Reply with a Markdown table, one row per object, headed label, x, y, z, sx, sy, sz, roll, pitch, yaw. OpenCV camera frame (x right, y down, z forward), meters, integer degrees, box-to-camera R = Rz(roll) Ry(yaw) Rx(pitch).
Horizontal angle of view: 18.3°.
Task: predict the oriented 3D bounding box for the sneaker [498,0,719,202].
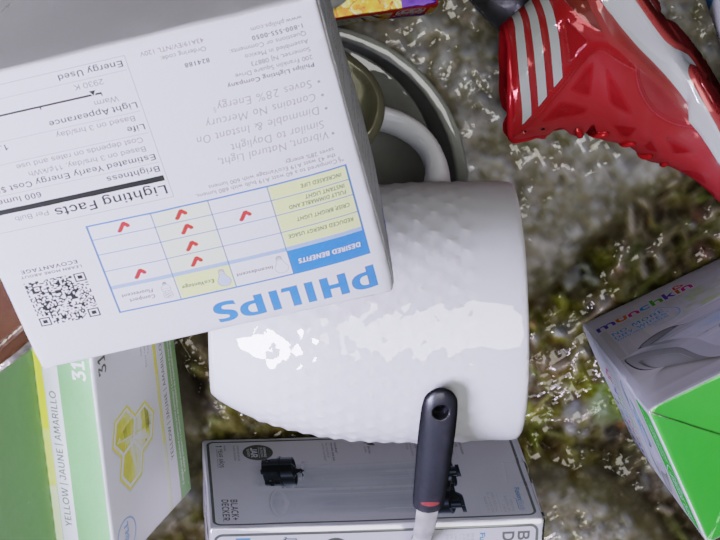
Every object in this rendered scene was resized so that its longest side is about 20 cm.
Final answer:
| label | x | y | z | sx | sy | sz | roll | pitch | yaw |
| --- | --- | --- | --- | --- | --- | --- | --- | --- | --- |
| sneaker | 0.150 | -0.097 | 1.335 | 0.115 | 0.079 | 0.200 | -29 | 121 | 16 |

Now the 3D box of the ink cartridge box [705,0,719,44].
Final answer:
| label | x | y | z | sx | sy | sz | roll | pitch | yaw |
| --- | --- | --- | --- | --- | --- | --- | --- | --- | --- |
| ink cartridge box | 0.290 | -0.129 | 1.304 | 0.144 | 0.085 | 0.201 | -17 | 82 | -2 |

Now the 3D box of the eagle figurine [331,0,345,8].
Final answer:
| label | x | y | z | sx | sy | sz | roll | pitch | yaw |
| --- | --- | --- | --- | --- | --- | --- | --- | --- | --- |
| eagle figurine | -0.049 | -0.252 | 1.206 | 0.151 | 0.201 | 0.151 | 22 | 127 | -36 |

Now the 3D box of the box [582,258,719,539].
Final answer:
| label | x | y | z | sx | sy | sz | roll | pitch | yaw |
| --- | --- | --- | --- | --- | --- | --- | --- | --- | --- |
| box | 0.256 | 0.053 | 1.331 | 0.199 | 0.177 | 0.097 | -26 | 107 | 1 |

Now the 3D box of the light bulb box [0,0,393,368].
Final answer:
| label | x | y | z | sx | sy | sz | roll | pitch | yaw |
| --- | --- | --- | --- | --- | --- | --- | --- | --- | --- |
| light bulb box | -0.100 | -0.077 | 1.131 | 0.197 | 0.125 | 0.201 | -12 | 135 | 3 |

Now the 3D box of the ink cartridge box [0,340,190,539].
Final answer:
| label | x | y | z | sx | sy | sz | roll | pitch | yaw |
| --- | --- | --- | --- | --- | --- | --- | --- | --- | --- |
| ink cartridge box | -0.165 | 0.108 | 1.282 | 0.048 | 0.200 | 0.146 | 5 | 115 | 20 |

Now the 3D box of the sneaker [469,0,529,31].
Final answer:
| label | x | y | z | sx | sy | sz | roll | pitch | yaw |
| --- | --- | --- | --- | --- | --- | --- | --- | --- | --- |
| sneaker | 0.080 | -0.213 | 1.291 | 0.074 | 0.089 | 0.201 | -26 | 108 | -1 |

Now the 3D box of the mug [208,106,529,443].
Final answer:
| label | x | y | z | sx | sy | sz | roll | pitch | yaw |
| --- | --- | --- | --- | --- | --- | --- | --- | --- | --- |
| mug | 0.000 | 0.000 | 1.280 | 0.174 | 0.148 | 0.201 | -1 | 74 | -3 |

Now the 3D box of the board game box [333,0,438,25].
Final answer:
| label | x | y | z | sx | sy | sz | roll | pitch | yaw |
| --- | --- | --- | --- | --- | --- | --- | --- | --- | --- |
| board game box | -0.065 | -0.209 | 1.279 | 0.199 | 0.046 | 0.152 | -9 | 90 | -4 |

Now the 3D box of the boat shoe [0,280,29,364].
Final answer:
| label | x | y | z | sx | sy | sz | roll | pitch | yaw |
| --- | --- | --- | --- | --- | --- | --- | --- | --- | --- |
| boat shoe | -0.240 | 0.046 | 1.246 | 0.200 | 0.072 | 0.076 | -39 | 108 | 2 |

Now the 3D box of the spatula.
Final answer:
| label | x | y | z | sx | sy | sz | roll | pitch | yaw |
| --- | --- | --- | --- | --- | --- | --- | --- | --- | --- |
| spatula | 0.037 | 0.140 | 1.267 | 0.056 | 0.021 | 0.201 | 1 | 133 | -7 |

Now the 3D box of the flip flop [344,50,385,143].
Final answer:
| label | x | y | z | sx | sy | sz | roll | pitch | yaw |
| --- | --- | --- | --- | --- | --- | --- | --- | --- | --- |
| flip flop | -0.077 | -0.119 | 1.226 | 0.199 | 0.058 | 0.081 | 27 | 93 | -8 |

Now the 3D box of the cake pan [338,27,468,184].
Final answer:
| label | x | y | z | sx | sy | sz | roll | pitch | yaw |
| --- | --- | --- | --- | --- | --- | --- | --- | --- | --- |
| cake pan | -0.036 | -0.050 | 1.344 | 0.199 | 0.037 | 0.201 | -1 | 104 | -6 |

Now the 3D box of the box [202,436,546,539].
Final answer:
| label | x | y | z | sx | sy | sz | roll | pitch | yaw |
| --- | --- | --- | --- | --- | --- | --- | --- | --- | --- |
| box | 0.005 | 0.151 | 1.356 | 0.199 | 0.117 | 0.060 | -2 | 114 | -7 |
